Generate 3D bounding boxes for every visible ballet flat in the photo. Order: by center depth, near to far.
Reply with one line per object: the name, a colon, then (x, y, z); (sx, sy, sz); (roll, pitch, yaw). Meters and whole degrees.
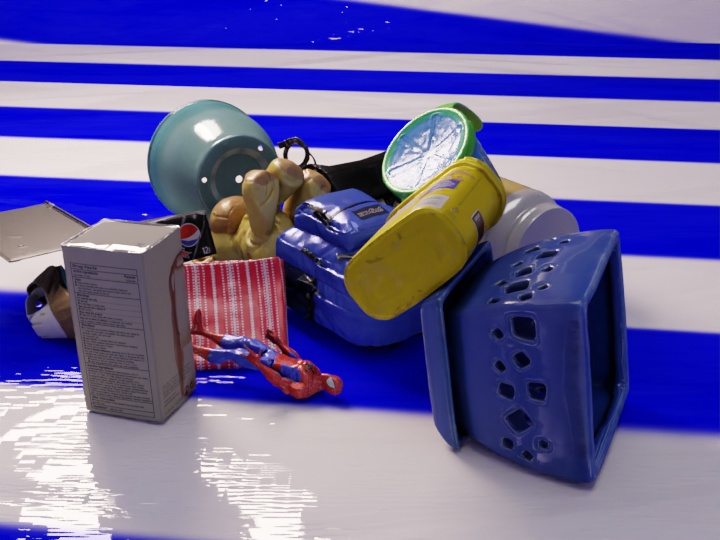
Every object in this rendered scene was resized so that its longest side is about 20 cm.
ballet flat: (-0.229, 0.045, 1.297); (0.068, 0.069, 0.200); (-20, 30, -32)
ballet flat: (-0.394, 0.049, 1.311); (0.072, 0.068, 0.200); (-31, 32, -15)

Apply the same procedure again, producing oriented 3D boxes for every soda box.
soda box: (-0.284, -0.041, 1.425); (0.071, 0.064, 0.200); (-17, 8, -35)

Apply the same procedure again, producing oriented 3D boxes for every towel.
towel: (-0.189, 0.052, 1.236); (0.199, 0.023, 0.145); (-3, 65, -5)

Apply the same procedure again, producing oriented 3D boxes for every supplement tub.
supplement tub: (0.194, -0.057, 1.431); (0.145, 0.146, 0.200); (-16, 28, -32)

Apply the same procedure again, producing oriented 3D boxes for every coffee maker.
coffee maker: (0.002, -0.126, 1.538); (0.134, 0.193, 0.200); (-1, 15, 44)

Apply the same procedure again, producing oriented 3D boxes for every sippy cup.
sippy cup: (0.118, -0.122, 1.335); (0.178, 0.130, 0.140); (-48, 39, 2)

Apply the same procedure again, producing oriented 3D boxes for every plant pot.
plant pot: (0.173, 0.079, 1.064); (0.179, 0.201, 0.200); (2, 23, 25)
plant pot: (-0.210, -0.155, 1.562); (0.199, 0.201, 0.188); (-10, 17, -22)

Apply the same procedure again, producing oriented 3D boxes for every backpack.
backpack: (0.000, 0.000, 1.282); (0.162, 0.169, 0.200); (-22, 38, -31)

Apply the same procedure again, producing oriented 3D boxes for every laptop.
laptop: (-0.411, -0.015, 1.381); (0.187, 0.200, 0.116); (25, 66, 44)

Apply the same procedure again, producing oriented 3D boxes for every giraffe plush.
giraffe plush: (-0.147, -0.051, 1.430); (0.162, 0.201, 0.172); (-1, -12, 44)

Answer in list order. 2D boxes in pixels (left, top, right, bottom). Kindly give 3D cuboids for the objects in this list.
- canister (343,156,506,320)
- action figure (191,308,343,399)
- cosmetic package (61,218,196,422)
canister: (0.072, -0.036, 1.100); (0.148, 0.087, 0.200); (-37, 4, 26)
action figure: (-0.112, 0.100, 1.166); (0.199, 0.052, 0.065); (22, 26, 10)
cosmetic package: (-0.249, 0.053, 1.111); (0.103, 0.201, 0.087); (7, 25, 18)
